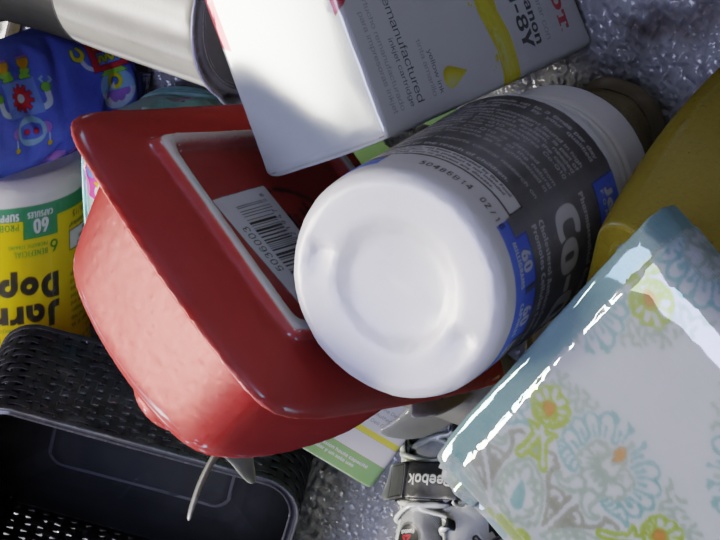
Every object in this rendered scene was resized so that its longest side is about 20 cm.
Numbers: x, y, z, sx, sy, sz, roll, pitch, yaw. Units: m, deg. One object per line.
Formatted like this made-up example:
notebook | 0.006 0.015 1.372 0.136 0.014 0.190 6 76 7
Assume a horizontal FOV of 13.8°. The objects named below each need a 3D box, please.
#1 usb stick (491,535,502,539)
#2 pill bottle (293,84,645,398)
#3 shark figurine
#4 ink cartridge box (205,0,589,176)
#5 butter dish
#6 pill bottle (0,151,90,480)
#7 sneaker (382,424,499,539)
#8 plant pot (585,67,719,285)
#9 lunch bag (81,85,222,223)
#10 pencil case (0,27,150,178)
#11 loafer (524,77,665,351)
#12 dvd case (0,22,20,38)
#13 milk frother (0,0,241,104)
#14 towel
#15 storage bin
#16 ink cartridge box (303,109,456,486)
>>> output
usb stick | 0.124 0.145 1.622 0.200 0.033 0.056 -34 91 18
pill bottle | 0.061 -0.021 1.456 0.113 0.200 0.114 10 112 26
shark figurine | 0.011 0.070 1.584 0.214 0.090 0.129 -3 112 2
ink cartridge box | 0.015 -0.149 1.532 0.083 0.200 0.146 -18 96 38
butter dish | -0.063 0.025 1.518 0.148 0.199 0.200 -49 64 30
pill bottle | -0.224 0.022 1.849 0.112 0.113 0.201 17 116 33
sneaker | 0.052 0.128 1.687 0.074 0.088 0.201 -10 99 43
plant pot | 0.204 0.033 1.466 0.200 0.176 0.201 28 123 28
lunch bag | -0.069 -0.025 1.730 0.199 0.077 0.161 11 112 36
pencil case | -0.219 -0.088 1.749 0.078 0.200 0.087 -18 95 49
loafer | 0.115 -0.004 1.595 0.076 0.067 0.201 17 117 33
dvd case | -0.285 -0.141 1.899 0.149 0.016 0.200 35 126 23
milk frother | -0.151 -0.194 1.649 0.188 0.200 0.181 19 115 32
towel | 0.142 0.091 1.392 0.171 0.048 0.200 48 130 10
storage bin | -0.135 0.130 1.775 0.199 0.094 0.136 15 122 -2
ink cartridge box | 0.000 0.000 1.627 0.145 0.048 0.200 31 111 -9
